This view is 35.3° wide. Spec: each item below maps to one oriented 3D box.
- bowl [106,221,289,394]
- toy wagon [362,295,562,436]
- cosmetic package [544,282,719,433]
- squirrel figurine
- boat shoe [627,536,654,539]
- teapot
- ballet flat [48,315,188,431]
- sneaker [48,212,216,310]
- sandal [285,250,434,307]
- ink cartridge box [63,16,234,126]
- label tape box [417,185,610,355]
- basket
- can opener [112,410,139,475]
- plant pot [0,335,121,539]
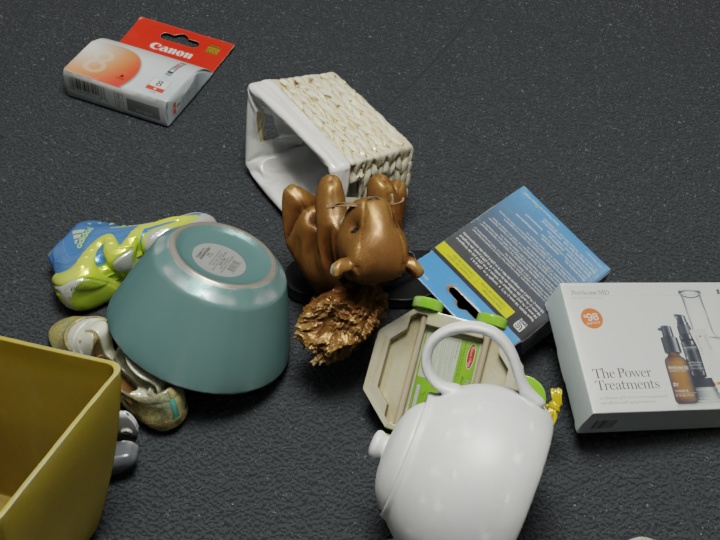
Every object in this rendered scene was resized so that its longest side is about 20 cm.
[{"bbox_3d":[-0.155,0.024,1.182,0.199,0.106,0.201,17,31,-10],"label":"bowl"},{"bbox_3d":[0.105,0.118,1.147,0.198,0.040,0.156,14,81,12],"label":"toy wagon"},{"bbox_3d":[0.307,0.088,1.189,0.198,0.052,0.152,0,57,-16],"label":"cosmetic package"},{"bbox_3d":[0.000,0.000,1.168,0.140,0.202,0.187,4,8,-17],"label":"squirrel figurine"},{"bbox_3d":[0.309,0.311,1.011,0.199,0.062,0.075,30,45,4],"label":"boat shoe"},{"bbox_3d":[0.079,0.178,1.023,0.145,0.198,0.201,23,57,4],"label":"teapot"},{"bbox_3d":[-0.255,0.090,1.182,0.199,0.071,0.071,35,53,27],"label":"ballet flat"},{"bbox_3d":[-0.267,-0.035,1.295,0.199,0.076,0.105,-25,52,-23],"label":"sneaker"},{"bbox_3d":[0.014,0.005,1.295,0.198,0.043,0.076,-5,47,-8],"label":"sandal"},{"bbox_3d":[-0.286,-0.292,1.557,0.161,0.050,0.201,18,51,13],"label":"ink cartridge box"},{"bbox_3d":[0.159,0.014,1.263,0.199,0.063,0.144,-33,69,-30],"label":"label tape box"},{"bbox_3d":[-0.039,-0.137,1.360,0.123,0.136,0.200,-20,48,-28],"label":"basket"},{"bbox_3d":[-0.318,0.167,1.115,0.198,0.054,0.067,0,45,-2],"label":"can opener"},{"bbox_3d":[-0.329,0.191,0.984,0.198,0.178,0.200,10,35,17],"label":"plant pot"}]
